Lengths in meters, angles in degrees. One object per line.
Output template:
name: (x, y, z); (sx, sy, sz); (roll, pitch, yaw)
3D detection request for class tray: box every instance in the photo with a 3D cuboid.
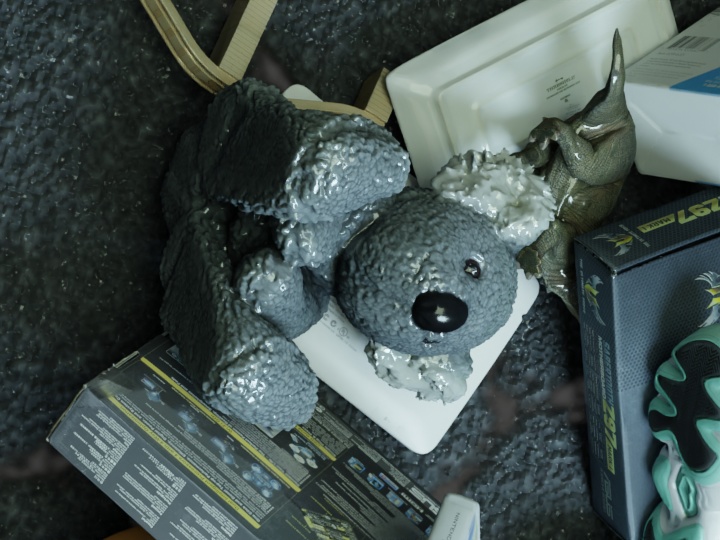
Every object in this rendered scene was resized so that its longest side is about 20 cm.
tray: (0.114, -0.107, 1.738); (0.200, 0.022, 0.108); (-28, 114, -23)

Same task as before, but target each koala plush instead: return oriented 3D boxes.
koala plush: (0.003, -0.011, 1.626); (0.200, 0.184, 0.178); (13, 107, -27)

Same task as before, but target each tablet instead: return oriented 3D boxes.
tablet: (0.000, 0.000, 1.717); (0.200, 0.014, 0.130); (39, 77, -18)

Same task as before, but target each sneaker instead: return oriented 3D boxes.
sneaker: (0.240, 0.100, 1.708); (0.140, 0.078, 0.200); (-16, 134, -24)

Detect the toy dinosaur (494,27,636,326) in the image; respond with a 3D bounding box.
toy dinosaur: (0.122, -0.053, 1.712); (0.102, 0.077, 0.200); (-14, 118, -47)

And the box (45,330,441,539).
box: (-0.052, 0.116, 1.592); (0.200, 0.161, 0.049); (40, 115, 6)

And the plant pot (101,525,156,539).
plant pot: (-0.087, 0.252, 1.581); (0.200, 0.140, 0.200); (-5, 114, -10)

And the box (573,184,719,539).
box: (0.208, 0.049, 1.737); (0.157, 0.051, 0.200); (-19, 123, -20)

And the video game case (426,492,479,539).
video game case: (0.026, 0.236, 1.572); (0.022, 0.200, 0.183); (18, 67, 11)

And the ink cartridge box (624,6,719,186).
ink cartridge box: (0.262, -0.126, 1.747); (0.200, 0.116, 0.067); (-34, 116, -28)

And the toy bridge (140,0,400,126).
toy bridge: (-0.069, -0.131, 1.671); (0.200, 0.027, 0.067); (33, 63, -20)
